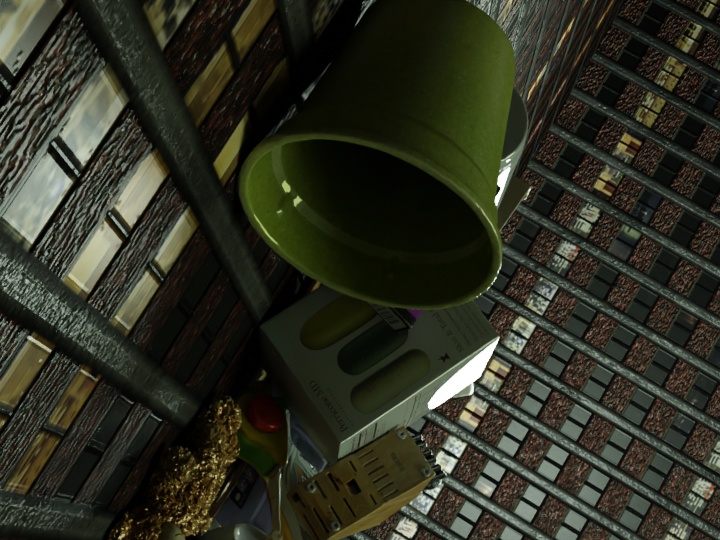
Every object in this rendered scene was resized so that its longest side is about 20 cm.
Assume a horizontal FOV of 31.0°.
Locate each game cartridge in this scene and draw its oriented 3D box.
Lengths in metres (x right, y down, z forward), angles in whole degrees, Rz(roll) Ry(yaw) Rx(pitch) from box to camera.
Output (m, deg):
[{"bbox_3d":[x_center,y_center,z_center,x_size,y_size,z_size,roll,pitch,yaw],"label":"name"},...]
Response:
[{"bbox_3d":[-0.102,0.241,1.544,0.038,0.129,0.201,10,113,-53],"label":"game cartridge"}]

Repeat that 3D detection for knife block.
[{"bbox_3d":[0.006,0.243,1.406,0.199,0.064,0.176,-27,162,-25],"label":"knife block"}]

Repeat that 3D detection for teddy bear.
[{"bbox_3d":[-0.164,0.213,1.243,0.200,0.066,0.146,-49,165,-56],"label":"teddy bear"}]

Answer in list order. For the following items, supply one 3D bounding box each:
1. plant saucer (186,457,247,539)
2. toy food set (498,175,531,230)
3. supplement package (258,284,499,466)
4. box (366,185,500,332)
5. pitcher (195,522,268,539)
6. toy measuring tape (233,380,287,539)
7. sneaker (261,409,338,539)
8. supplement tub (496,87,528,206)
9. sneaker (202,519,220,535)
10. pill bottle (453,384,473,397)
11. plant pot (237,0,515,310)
[{"bbox_3d":[-0.165,0.236,1.457,0.201,0.032,0.200,-57,172,-13],"label":"plant saucer"},{"bbox_3d":[0.128,-0.091,1.694,0.200,0.143,0.061,-50,168,-51],"label":"toy food set"},{"bbox_3d":[0.016,0.086,1.374,0.199,0.152,0.151,-33,165,-14],"label":"supplement package"},{"bbox_3d":[0.044,-0.060,1.301,0.036,0.143,0.200,-18,-149,56],"label":"box"},{"bbox_3d":[-0.158,0.395,1.435,0.200,0.172,0.121,-47,163,15],"label":"pitcher"},{"bbox_3d":[-0.113,0.192,1.341,0.201,0.073,0.074,-92,-162,-44],"label":"toy measuring tape"},{"bbox_3d":[-0.063,0.247,1.458,0.082,0.201,0.078,-18,159,0],"label":"sneaker"},{"bbox_3d":[0.116,-0.130,1.520,0.132,0.131,0.200,-56,172,-24],"label":"supplement tub"},{"bbox_3d":[-0.170,0.338,1.653,0.200,0.078,0.077,-53,179,-35],"label":"sneaker"},{"bbox_3d":[0.052,0.127,1.784,0.111,0.198,0.112,-7,90,-86],"label":"pill bottle"},{"bbox_3d":[0.033,-0.103,0.978,0.201,0.199,0.185,107,4,-59],"label":"plant pot"}]
